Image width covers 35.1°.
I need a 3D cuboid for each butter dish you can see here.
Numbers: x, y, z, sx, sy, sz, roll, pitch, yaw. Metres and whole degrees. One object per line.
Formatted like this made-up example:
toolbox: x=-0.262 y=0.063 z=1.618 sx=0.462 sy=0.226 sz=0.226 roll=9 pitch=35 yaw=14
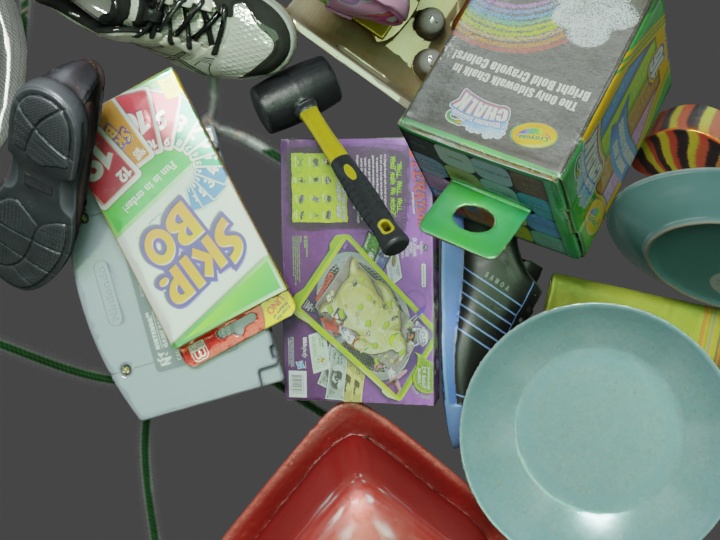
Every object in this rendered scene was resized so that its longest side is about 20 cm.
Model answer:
butter dish: x=0.005 y=0.233 z=0.843 sx=0.200 sy=0.148 sz=0.200 roll=39 pitch=92 yaw=-5

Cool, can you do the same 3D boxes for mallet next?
mallet: x=-0.026 y=-0.077 z=0.805 sx=0.065 sy=0.201 sz=0.041 roll=-20 pitch=140 yaw=-3

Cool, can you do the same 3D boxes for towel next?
towel: x=0.238 y=0.063 z=0.903 sx=0.198 sy=0.018 sz=0.087 roll=12 pitch=91 yaw=-3

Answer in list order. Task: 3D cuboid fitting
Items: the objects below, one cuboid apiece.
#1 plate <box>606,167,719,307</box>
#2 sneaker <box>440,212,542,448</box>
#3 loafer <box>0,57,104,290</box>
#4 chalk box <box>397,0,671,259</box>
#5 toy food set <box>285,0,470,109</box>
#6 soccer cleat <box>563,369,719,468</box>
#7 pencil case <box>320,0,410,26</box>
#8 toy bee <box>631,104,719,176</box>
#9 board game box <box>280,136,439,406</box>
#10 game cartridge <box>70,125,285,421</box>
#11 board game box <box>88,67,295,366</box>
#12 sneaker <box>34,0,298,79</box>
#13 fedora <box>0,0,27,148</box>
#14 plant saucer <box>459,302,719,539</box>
plate: x=0.271 y=-0.009 z=0.809 sx=0.199 sy=0.200 sz=0.026 roll=21 pitch=67 yaw=-4
sneaker: x=0.100 y=0.036 z=0.866 sx=0.077 sy=0.070 sz=0.202 roll=0 pitch=94 yaw=5
loafer: x=-0.217 y=-0.064 z=0.807 sx=0.072 sy=0.063 sz=0.200 roll=31 pitch=135 yaw=1
chalk box: x=0.115 y=-0.096 z=0.782 sx=0.124 sy=0.124 sz=0.201 roll=24 pitch=76 yaw=26
toy food set: x=0.051 y=-0.230 z=0.843 sx=0.143 sy=0.060 sz=0.201 roll=33 pitch=93 yaw=-5
soccer cleat: x=0.223 y=0.113 z=0.866 sx=0.199 sy=0.069 sz=0.078 roll=-28 pitch=105 yaw=15
pencil case: x=0.022 y=-0.274 z=0.786 sx=0.087 sy=0.087 sz=0.202 roll=16 pitch=92 yaw=-4
toy bee: x=0.310 y=-0.074 z=0.846 sx=0.198 sy=0.109 sz=0.132 roll=17 pitch=50 yaw=-12
board game box: x=0.000 y=0.000 z=0.866 sx=0.119 sy=0.032 sz=0.202 roll=2 pitch=97 yaw=17
game cartridge: x=-0.146 y=0.004 z=0.863 sx=0.132 sy=0.042 sz=0.202 roll=-15 pitch=90 yaw=4
board game box: x=-0.132 y=-0.037 z=0.834 sx=0.095 sy=0.030 sz=0.201 roll=-28 pitch=93 yaw=0
sneaker: x=-0.145 y=-0.180 z=0.815 sx=0.198 sy=0.088 sz=0.076 roll=17 pitch=111 yaw=3
fedora: x=-0.321 y=-0.142 z=0.820 sx=0.175 sy=0.090 sz=0.202 roll=-12 pitch=85 yaw=-4
plant saucer: x=0.173 y=0.120 z=0.831 sx=0.199 sy=0.039 sz=0.203 roll=2 pitch=98 yaw=13
